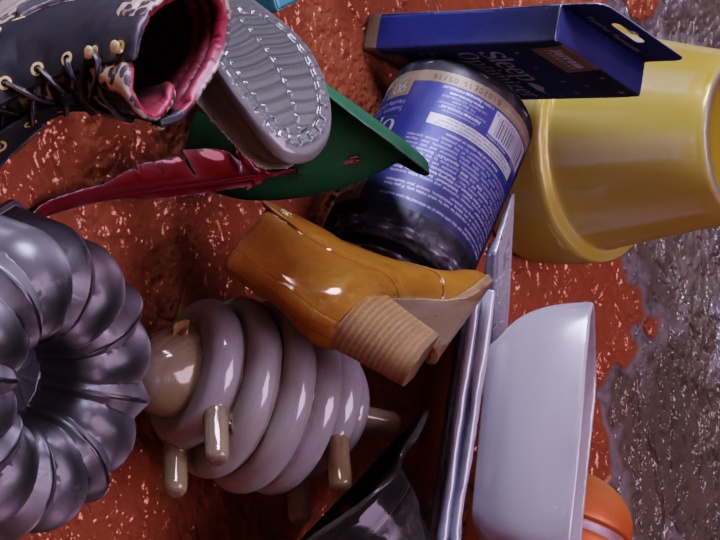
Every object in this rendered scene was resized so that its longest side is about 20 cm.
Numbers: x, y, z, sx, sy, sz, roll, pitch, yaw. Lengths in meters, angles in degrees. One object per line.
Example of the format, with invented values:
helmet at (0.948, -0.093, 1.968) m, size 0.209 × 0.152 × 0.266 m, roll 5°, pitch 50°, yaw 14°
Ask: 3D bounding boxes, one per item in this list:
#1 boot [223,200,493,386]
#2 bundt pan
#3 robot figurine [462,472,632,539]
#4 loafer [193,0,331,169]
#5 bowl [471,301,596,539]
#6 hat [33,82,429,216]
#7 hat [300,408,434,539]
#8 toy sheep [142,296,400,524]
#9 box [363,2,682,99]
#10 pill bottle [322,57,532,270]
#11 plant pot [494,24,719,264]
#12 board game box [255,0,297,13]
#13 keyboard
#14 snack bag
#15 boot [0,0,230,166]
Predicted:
boot at (-0.001, 0.001, 1.327) m, size 0.071 × 0.144 × 0.201 m, roll -58°, pitch 171°, yaw 19°
bundt pan at (-0.192, 0.062, 1.185) m, size 0.202 × 0.076 × 0.202 m, roll -15°, pitch 108°, yaw -53°
robot figurine at (0.147, 0.240, 1.617) m, size 0.117 × 0.144 × 0.200 m, roll 81°, pitch 23°, yaw -69°
loafer at (-0.090, -0.130, 1.242) m, size 0.075 × 0.070 × 0.200 m, roll -15°, pitch 59°, yaw -41°
bowl at (0.126, 0.132, 1.491) m, size 0.200 × 0.075 × 0.200 m, roll 67°, pitch 28°, yaw -71°
hat at (-0.084, -0.051, 1.341) m, size 0.200 × 0.166 × 0.176 m, roll 35°, pitch 88°, yaw -11°
hat at (0.006, 0.186, 1.360) m, size 0.081 × 0.201 × 0.201 m, roll 44°, pitch 47°, yaw 3°
toy sheep at (-0.061, 0.084, 1.323) m, size 0.200 × 0.138 × 0.138 m, roll 19°, pitch 75°, yaw -32°
box at (0.117, -0.155, 1.496) m, size 0.121 × 0.200 × 0.032 m, roll 23°, pitch 72°, yaw -50°
pill bottle at (0.040, -0.043, 1.471) m, size 0.112 × 0.112 × 0.200 m, roll 52°, pitch 52°, yaw -40°
plant pot at (0.218, -0.104, 1.641) m, size 0.201 × 0.189 × 0.201 m, roll 0°, pitch 90°, yaw -52°
board game box at (-0.055, -0.276, 1.310) m, size 0.151 × 0.047 × 0.200 m, roll -35°, pitch 113°, yaw -49°
keyboard at (0.105, 0.021, 1.565) m, size 0.200 × 0.011 × 0.056 m, roll 87°, pitch 24°, yaw -57°
snack bag at (0.072, 0.112, 1.497) m, size 0.200 × 0.021 × 0.189 m, roll 94°, pitch 4°, yaw -81°
boot at (-0.174, -0.098, 1.158) m, size 0.200 × 0.150 × 0.073 m, roll -49°, pitch 128°, yaw -38°
